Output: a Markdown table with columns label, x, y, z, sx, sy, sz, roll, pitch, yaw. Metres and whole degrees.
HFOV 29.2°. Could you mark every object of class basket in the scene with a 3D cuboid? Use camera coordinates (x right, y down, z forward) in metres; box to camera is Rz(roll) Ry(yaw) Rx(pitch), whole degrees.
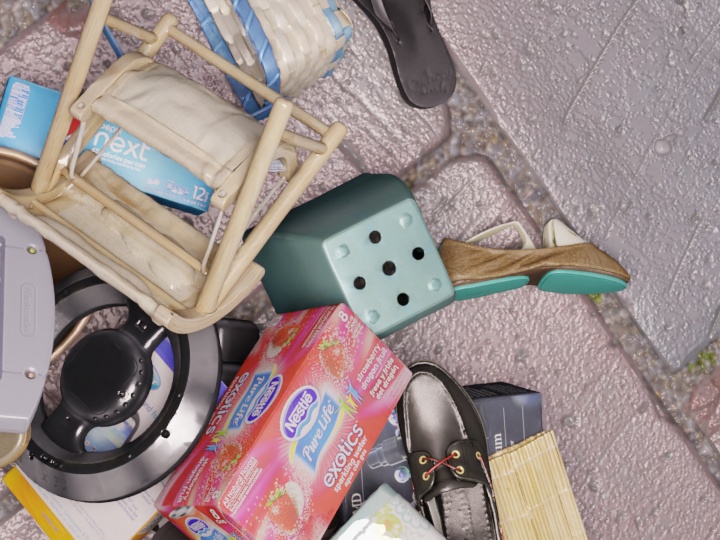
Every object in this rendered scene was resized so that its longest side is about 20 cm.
| label | x | y | z | sx | sy | sz | roll | pitch | yaw |
| --- | --- | --- | --- | --- | --- | --- | --- | --- | --- |
| basket | -0.119 | -0.206 | 1.220 | 0.199 | 0.139 | 0.178 | -22 | 80 | -19 |

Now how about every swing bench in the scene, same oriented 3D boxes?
| label | x | y | z | sx | sy | sz | roll | pitch | yaw |
| --- | --- | --- | --- | --- | --- | --- | --- | --- | --- |
| swing bench | -0.154 | -0.084 | 1.094 | 0.198 | 0.130 | 0.201 | 34 | 98 | 18 |

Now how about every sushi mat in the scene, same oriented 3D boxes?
| label | x | y | z | sx | sy | sz | roll | pitch | yaw |
| --- | --- | --- | --- | --- | --- | --- | --- | --- | --- |
| sushi mat | 0.162 | 0.255 | 1.251 | 0.095 | 0.012 | 0.202 | -19 | 95 | -13 |

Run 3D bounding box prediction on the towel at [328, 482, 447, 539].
| label | x | y | z | sx | sy | sz | roll | pitch | yaw |
| --- | --- | --- | --- | --- | --- | --- | --- | --- | --- |
| towel | 0.013 | 0.306 | 1.153 | 0.171 | 0.048 | 0.200 | 43 | 83 | 9 |

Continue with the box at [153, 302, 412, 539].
| label | x | y | z | sx | sy | sz | roll | pitch | yaw |
| --- | --- | --- | --- | --- | --- | --- | --- | --- | --- |
| box | -0.059 | 0.132 | 1.093 | 0.096 | 0.099 | 0.201 | 46 | 58 | -23 |

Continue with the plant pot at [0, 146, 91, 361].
| label | x | y | z | sx | sy | sz | roll | pitch | yaw |
| --- | --- | --- | --- | --- | --- | --- | --- | --- | --- |
| plant pot | -0.327 | -0.005 | 1.198 | 0.199 | 0.093 | 0.203 | 0 | 91 | -15 |

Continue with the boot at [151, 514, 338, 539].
| label | x | y | z | sx | sy | sz | roll | pitch | yaw |
| --- | --- | --- | --- | --- | --- | --- | --- | --- | --- |
| boot | -0.126 | 0.290 | 1.198 | 0.187 | 0.068 | 0.201 | -8 | 132 | -48 |

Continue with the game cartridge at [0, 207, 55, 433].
| label | x | y | z | sx | sy | sz | roll | pitch | yaw |
| --- | --- | --- | --- | --- | --- | --- | --- | --- | --- |
| game cartridge | -0.307 | 0.034 | 1.082 | 0.132 | 0.041 | 0.202 | 6 | 53 | -19 |

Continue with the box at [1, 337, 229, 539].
| label | x | y | z | sx | sy | sz | roll | pitch | yaw |
| --- | --- | --- | --- | --- | --- | --- | --- | --- | --- |
| box | -0.192 | 0.149 | 1.159 | 0.200 | 0.041 | 0.119 | -45 | 76 | 5 |

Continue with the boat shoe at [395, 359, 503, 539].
| label | x | y | z | sx | sy | sz | roll | pitch | yaw |
| --- | --- | --- | --- | --- | --- | --- | --- | --- | --- |
| boat shoe | 0.080 | 0.177 | 1.201 | 0.073 | 0.063 | 0.203 | -15 | 92 | 5 |

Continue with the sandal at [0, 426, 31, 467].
| label | x | y | z | sx | sy | sz | roll | pitch | yaw |
| --- | --- | --- | --- | --- | --- | --- | --- | --- | --- |
| sandal | -0.341 | 0.076 | 1.095 | 0.080 | 0.054 | 0.201 | -37 | 84 | 9 |

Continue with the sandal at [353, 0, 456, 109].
| label | x | y | z | sx | sy | sz | roll | pitch | yaw |
| --- | --- | --- | --- | --- | --- | --- | --- | --- | --- |
| sandal | 0.038 | -0.252 | 1.314 | 0.076 | 0.043 | 0.201 | -31 | 97 | -12 |

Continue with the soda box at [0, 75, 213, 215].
| label | x | y | z | sx | sy | sz | roll | pitch | yaw |
| --- | --- | --- | --- | --- | --- | --- | --- | --- | --- |
| soda box | -0.226 | -0.109 | 1.235 | 0.198 | 0.068 | 0.065 | 18 | 85 | -13 |

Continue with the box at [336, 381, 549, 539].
| label | x | y | z | sx | sy | sz | roll | pitch | yaw |
| --- | --- | --- | --- | --- | --- | --- | --- | --- | --- |
| box | 0.065 | 0.190 | 1.289 | 0.198 | 0.107 | 0.150 | -5 | 92 | -13 |

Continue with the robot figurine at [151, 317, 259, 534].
| label | x | y | z | sx | sy | sz | roll | pitch | yaw |
| --- | --- | --- | --- | --- | --- | --- | --- | --- | --- |
| robot figurine | -0.142 | 0.141 | 1.226 | 0.124 | 0.150 | 0.202 | 8 | 88 | -27 |

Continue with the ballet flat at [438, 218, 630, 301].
| label | x | y | z | sx | sy | sz | roll | pitch | yaw |
| --- | --- | --- | --- | --- | --- | --- | --- | --- | --- |
| ballet flat | 0.166 | -0.013 | 1.344 | 0.198 | 0.068 | 0.073 | -3 | 71 | -10 |

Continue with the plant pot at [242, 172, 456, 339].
| label | x | y | z | sx | sy | sz | roll | pitch | yaw |
| --- | --- | --- | --- | --- | --- | --- | --- | --- | --- |
| plant pot | 0.000 | 0.000 | 1.224 | 0.140 | 0.200 | 0.142 | -26 | 97 | -12 |

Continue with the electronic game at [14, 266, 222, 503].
| label | x | y | z | sx | sy | sz | roll | pitch | yaw |
| --- | --- | --- | --- | --- | --- | --- | --- | --- | --- |
| electronic game | -0.204 | 0.087 | 1.115 | 0.198 | 0.042 | 0.202 | -6 | 69 | 16 |
